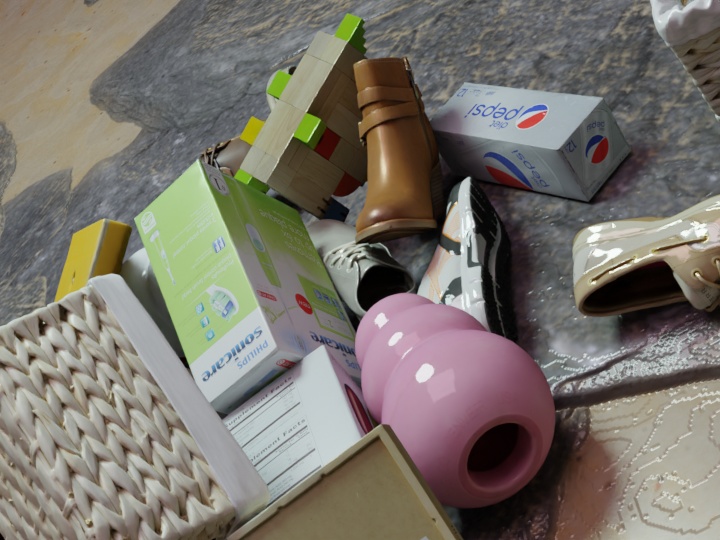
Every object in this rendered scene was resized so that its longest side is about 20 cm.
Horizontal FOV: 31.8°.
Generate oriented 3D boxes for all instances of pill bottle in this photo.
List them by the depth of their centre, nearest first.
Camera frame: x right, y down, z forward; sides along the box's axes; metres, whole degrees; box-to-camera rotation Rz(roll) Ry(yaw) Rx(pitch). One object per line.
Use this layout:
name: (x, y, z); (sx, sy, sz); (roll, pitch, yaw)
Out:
pill bottle: (-0.202, 0.044, 1.225); (0.200, 0.112, 0.113); (-37, 23, 47)

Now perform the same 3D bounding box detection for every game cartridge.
game cartridge: (-0.261, 0.059, 1.151); (0.176, 0.032, 0.203); (173, 111, -69)

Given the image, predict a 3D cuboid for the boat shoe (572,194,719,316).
boat shoe: (0.242, -0.003, 0.905); (0.198, 0.074, 0.070); (-13, 51, 39)

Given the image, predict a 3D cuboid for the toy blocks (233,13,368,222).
toy blocks: (-0.021, -0.128, 1.227); (0.100, 0.136, 0.202); (30, 90, 48)

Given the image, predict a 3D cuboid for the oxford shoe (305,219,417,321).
oxford shoe: (0.000, 0.000, 1.133); (0.075, 0.058, 0.200); (-30, 40, -9)

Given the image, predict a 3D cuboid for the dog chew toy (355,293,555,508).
dog chew toy: (0.057, 0.082, 0.926); (0.124, 0.125, 0.200); (-40, 34, -1)

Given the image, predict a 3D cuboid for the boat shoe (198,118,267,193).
boat shoe: (-0.148, -0.104, 1.397); (0.200, 0.067, 0.073); (-38, 43, 43)

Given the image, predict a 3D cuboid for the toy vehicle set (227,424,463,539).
toy vehicle set: (0.020, 0.213, 0.772); (0.124, 0.027, 0.201); (-35, 75, 6)

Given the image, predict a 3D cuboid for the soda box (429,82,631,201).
soda box: (0.147, -0.120, 1.155); (0.068, 0.064, 0.199); (-47, 32, -16)

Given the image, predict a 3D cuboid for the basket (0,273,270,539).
basket: (-0.176, 0.129, 0.845); (0.123, 0.201, 0.136); (-22, -25, -40)

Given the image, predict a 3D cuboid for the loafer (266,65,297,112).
loafer: (-0.059, -0.170, 1.444); (0.068, 0.076, 0.201); (-28, 42, 16)

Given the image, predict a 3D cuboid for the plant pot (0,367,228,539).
plant pot: (-0.185, 0.191, 1.008); (0.198, 0.201, 0.199); (-10, 35, 40)

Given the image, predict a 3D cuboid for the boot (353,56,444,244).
boot: (0.028, -0.111, 1.121); (0.076, 0.158, 0.200); (-9, 10, 23)

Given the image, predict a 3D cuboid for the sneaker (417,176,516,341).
sneaker: (0.081, -0.003, 1.069); (0.079, 0.074, 0.201); (-26, 33, 25)

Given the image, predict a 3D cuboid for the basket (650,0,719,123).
basket: (0.341, -0.223, 0.982); (0.198, 0.161, 0.200); (-22, 35, 26)

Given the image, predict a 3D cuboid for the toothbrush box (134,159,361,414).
toothbrush box: (-0.088, 0.026, 1.065); (0.086, 0.145, 0.202); (-38, 56, 20)

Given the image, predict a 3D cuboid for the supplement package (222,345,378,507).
supplement package: (-0.019, 0.169, 0.914); (0.109, 0.114, 0.201); (-36, 32, 6)
